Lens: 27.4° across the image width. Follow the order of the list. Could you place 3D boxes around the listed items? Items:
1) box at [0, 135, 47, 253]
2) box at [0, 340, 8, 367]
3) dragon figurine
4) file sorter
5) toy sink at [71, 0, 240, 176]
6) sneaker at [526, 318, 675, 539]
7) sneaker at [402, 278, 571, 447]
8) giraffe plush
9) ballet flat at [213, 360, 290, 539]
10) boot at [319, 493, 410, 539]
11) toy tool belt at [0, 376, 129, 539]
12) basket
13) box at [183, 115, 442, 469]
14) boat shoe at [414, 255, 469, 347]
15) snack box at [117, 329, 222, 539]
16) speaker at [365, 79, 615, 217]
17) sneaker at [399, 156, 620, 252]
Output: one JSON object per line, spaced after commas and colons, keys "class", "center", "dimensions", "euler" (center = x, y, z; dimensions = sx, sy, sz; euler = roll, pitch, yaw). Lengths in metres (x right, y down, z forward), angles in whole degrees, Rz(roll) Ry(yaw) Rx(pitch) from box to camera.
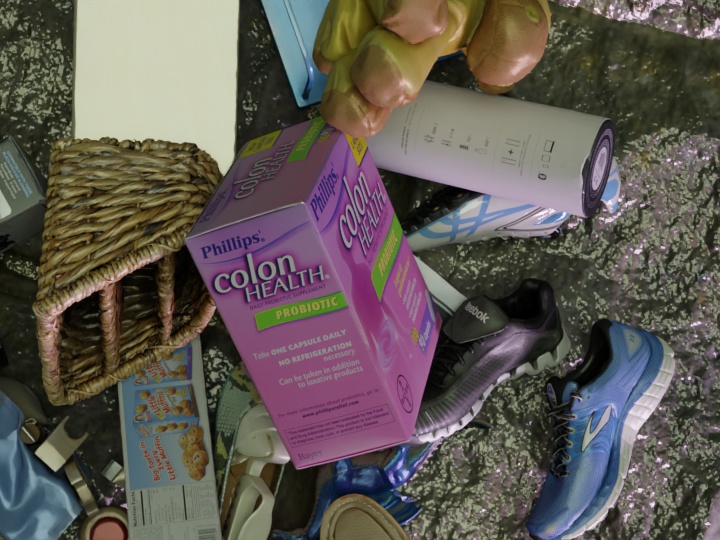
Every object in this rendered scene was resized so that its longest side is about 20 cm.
{"class": "box", "center": [-0.341, -0.026, 1.172], "dimensions": [0.200, 0.117, 0.060], "euler": [-29, 87, -5]}
{"class": "box", "center": [-0.363, 0.080, 1.122], "dimensions": [0.160, 0.200, 0.044], "euler": [-18, 90, -7]}
{"class": "dragon figurine", "center": [0.017, 0.181, 1.224], "dimensions": [0.200, 0.059, 0.100], "euler": [-13, 91, -2]}
{"class": "file sorter", "center": [0.023, -0.237, 1.213], "dimensions": [0.200, 0.123, 0.139], "euler": [-19, 90, -6]}
{"class": "toy sink", "center": [-0.163, -0.164, 1.197], "dimensions": [0.130, 0.112, 0.200], "euler": [0, 92, -5]}
{"class": "sneaker", "center": [0.181, 0.131, 1.228], "dimensions": [0.089, 0.079, 0.200], "euler": [30, 77, -18]}
{"class": "sneaker", "center": [0.087, 0.066, 1.198], "dimensions": [0.200, 0.066, 0.091], "euler": [-29, 130, -26]}
{"class": "giraffe plush", "center": [0.070, -0.189, 1.098], "dimensions": [0.162, 0.173, 0.200], "euler": [15, 59, -21]}
{"class": "ballet flat", "center": [-0.088, 0.171, 1.201], "dimensions": [0.069, 0.071, 0.200], "euler": [16, 81, -30]}
{"class": "boot", "center": [0.032, 0.252, 1.173], "dimensions": [0.077, 0.155, 0.200], "euler": [-35, 95, 4]}
{"class": "toy tool belt", "center": [-0.261, 0.168, 1.166], "dimensions": [0.200, 0.123, 0.125], "euler": [39, 85, -3]}
{"class": "basket", "center": [-0.169, 0.010, 1.128], "dimensions": [0.142, 0.200, 0.149], "euler": [3, 62, -8]}
{"class": "box", "center": [-0.027, 0.010, 1.103], "dimensions": [0.097, 0.176, 0.200], "euler": [-17, 112, 19]}
{"class": "boat shoe", "center": [0.000, 0.000, 1.229], "dimensions": [0.200, 0.072, 0.068], "euler": [37, 83, -10]}
{"class": "snack box", "center": [-0.155, 0.144, 1.188], "dimensions": [0.072, 0.024, 0.200], "euler": [-7, 64, -5]}
{"class": "speaker", "center": [0.096, -0.103, 1.184], "dimensions": [0.200, 0.081, 0.081], "euler": [14, 86, 21]}
{"class": "sneaker", "center": [0.124, -0.049, 1.242], "dimensions": [0.200, 0.072, 0.073], "euler": [-19, 104, -1]}
